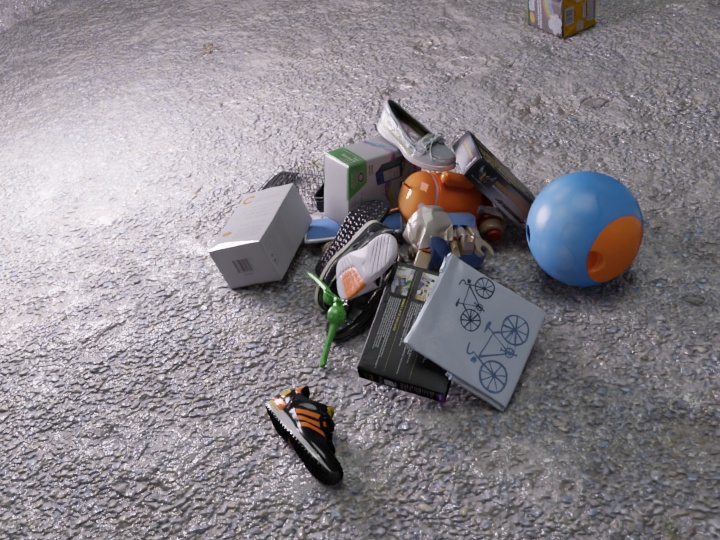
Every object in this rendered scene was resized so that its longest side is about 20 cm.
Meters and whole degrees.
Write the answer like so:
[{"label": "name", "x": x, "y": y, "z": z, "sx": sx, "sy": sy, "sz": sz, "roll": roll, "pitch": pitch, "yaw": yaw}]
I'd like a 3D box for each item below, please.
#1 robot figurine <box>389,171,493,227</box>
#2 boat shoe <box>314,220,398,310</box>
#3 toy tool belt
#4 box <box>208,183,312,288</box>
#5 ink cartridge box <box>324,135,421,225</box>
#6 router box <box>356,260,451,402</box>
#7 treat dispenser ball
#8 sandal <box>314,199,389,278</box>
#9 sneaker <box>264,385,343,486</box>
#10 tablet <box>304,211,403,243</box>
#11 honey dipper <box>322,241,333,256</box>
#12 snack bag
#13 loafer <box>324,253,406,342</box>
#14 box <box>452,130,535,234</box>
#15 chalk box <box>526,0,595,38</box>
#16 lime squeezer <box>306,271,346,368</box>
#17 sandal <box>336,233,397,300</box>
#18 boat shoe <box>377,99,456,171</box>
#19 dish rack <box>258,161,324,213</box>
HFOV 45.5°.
[{"label": "robot figurine", "x": 0.159, "y": -0.131, "z": 1.682, "sx": 0.199, "sy": 0.117, "sz": 0.144, "roll": 5, "pitch": 2, "yaw": -21}, {"label": "boat shoe", "x": -0.009, "y": -0.006, "z": 1.589, "sx": 0.200, "sy": 0.072, "sz": 0.068, "roll": -50, "pitch": 46, "yaw": -10}, {"label": "toy tool belt", "x": 0.183, "y": -0.043, "z": 1.605, "sx": 0.199, "sy": 0.125, "sz": 0.123, "roll": 0, "pitch": 54, "yaw": -13}, {"label": "box", "x": -0.195, "y": -0.070, "z": 1.713, "sx": 0.124, "sy": 0.098, "sz": 0.200, "roll": -10, "pitch": 35, "yaw": 27}, {"label": "ink cartridge box", "x": 0.028, "y": -0.189, "z": 1.765, "sx": 0.199, "sy": 0.146, "sz": 0.087, "roll": -23, "pitch": 39, "yaw": -34}, {"label": "router box", "x": 0.095, "y": 0.097, "z": 1.403, "sx": 0.149, "sy": 0.051, "sz": 0.201, "roll": 16, "pitch": 68, "yaw": 12}, {"label": "treat dispenser ball", "x": 0.392, "y": -0.073, "z": 1.509, "sx": 0.200, "sy": 0.202, "sz": 0.201, "roll": -7, "pitch": 37, "yaw": 5}, {"label": "sandal", "x": -0.014, "y": -0.056, "z": 1.660, "sx": 0.075, "sy": 0.045, "sz": 0.200, "roll": 26, "pitch": 72, "yaw": 39}, {"label": "sneaker", "x": -0.068, "y": 0.243, "z": 1.323, "sx": 0.090, "sy": 0.070, "sz": 0.200, "roll": -31, "pitch": 40, "yaw": -20}, {"label": "tablet", "x": -0.012, "y": -0.090, "z": 1.763, "sx": 0.199, "sy": 0.014, "sz": 0.130, "roll": -6, "pitch": 23, "yaw": 4}, {"label": "honey dipper", "x": 0.000, "y": 0.000, "z": 1.647, "sx": 0.038, "sy": 0.038, "sz": 0.200, "roll": -32, "pitch": 44, "yaw": -26}, {"label": "snack bag", "x": 0.182, "y": 0.096, "z": 1.366, "sx": 0.200, "sy": 0.021, "sz": 0.189, "roll": 31, "pitch": 65, "yaw": -5}, {"label": "loafer", "x": 0.007, "y": 0.043, "z": 1.545, "sx": 0.200, "sy": 0.063, "sz": 0.072, "roll": -42, "pitch": 50, "yaw": -20}, {"label": "box", "x": 0.269, "y": -0.165, "z": 1.652, "sx": 0.048, "sy": 0.200, "sz": 0.159, "roll": -43, "pitch": 21, "yaw": 18}, {"label": "chalk box", "x": 0.546, "y": -0.750, "z": 2.405, "sx": 0.123, "sy": 0.125, "sz": 0.200, "roll": -26, "pitch": 41, "yaw": -18}, {"label": "lime squeezer", "x": -0.055, "y": 0.069, "z": 1.515, "sx": 0.038, "sy": 0.071, "sz": 0.201, "roll": 11, "pitch": 49, "yaw": -29}, {"label": "sandal", "x": 0.023, "y": -0.002, "z": 1.469, "sx": 0.059, "sy": 0.206, "sz": 0.080, "roll": 5, "pitch": 70, "yaw": -30}, {"label": "boat shoe", "x": 0.112, "y": -0.264, "z": 1.701, "sx": 0.074, "sy": 0.065, "sz": 0.202, "roll": -23, "pitch": 52, "yaw": -32}, {"label": "dish rack", "x": -0.131, "y": -0.191, "z": 1.909, "sx": 0.199, "sy": 0.055, "sz": 0.154, "roll": 8, "pitch": 40, "yaw": 23}]
